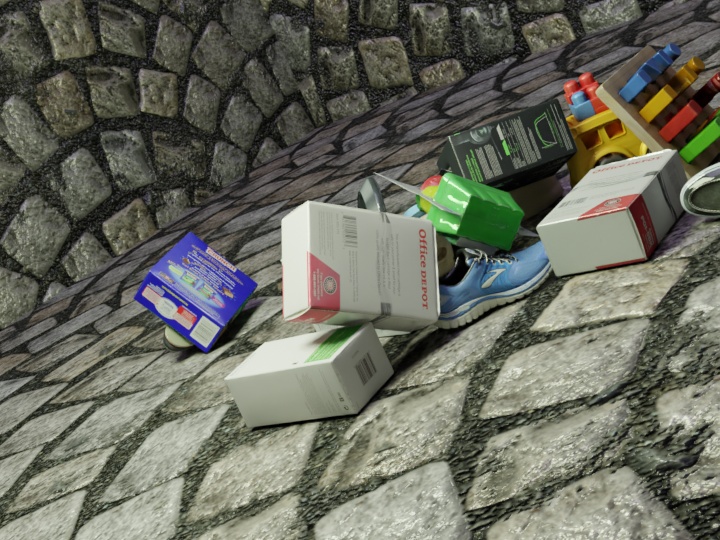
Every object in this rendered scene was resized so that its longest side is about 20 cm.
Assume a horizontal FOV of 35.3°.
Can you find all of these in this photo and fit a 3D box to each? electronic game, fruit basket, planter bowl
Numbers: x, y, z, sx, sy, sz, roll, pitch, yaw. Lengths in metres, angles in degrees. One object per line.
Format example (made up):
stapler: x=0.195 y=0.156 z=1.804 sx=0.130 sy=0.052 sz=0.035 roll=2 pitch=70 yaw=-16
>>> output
electronic game: x=0.030 y=-0.047 z=1.785 sx=0.041 sy=0.202 sz=0.200 roll=-10 pitch=13 yaw=-6
fruit basket: x=0.136 y=-0.090 z=1.659 sx=0.184 sy=0.095 sz=0.200 roll=15 pitch=5 yaw=-34
planter bowl: x=0.238 y=-0.165 z=1.980 sx=0.199 sy=0.136 sz=0.200 roll=-23 pitch=14 yaw=6

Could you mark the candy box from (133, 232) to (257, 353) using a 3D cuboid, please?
candy box: x=-0.298 y=0.037 z=2.076 sx=0.077 sy=0.169 sz=0.200 roll=-52 pitch=2 yaw=27

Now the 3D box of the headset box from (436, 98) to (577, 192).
headset box: x=0.224 y=-0.179 z=1.810 sx=0.198 sy=0.093 sz=0.174 roll=-20 pitch=-7 yaw=-4

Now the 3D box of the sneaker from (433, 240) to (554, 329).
sneaker: x=0.180 y=0.003 z=1.569 sx=0.199 sy=0.090 sz=0.078 roll=-26 pitch=14 yaw=-12

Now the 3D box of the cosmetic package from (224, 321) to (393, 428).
cosmetic package: x=-0.069 y=0.142 z=1.508 sx=0.199 sy=0.085 sz=0.108 roll=-13 pitch=20 yaw=37

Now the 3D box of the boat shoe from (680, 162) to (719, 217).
boat shoe: x=0.502 y=-0.107 z=1.447 sx=0.199 sy=0.073 sz=0.071 roll=-13 pitch=14 yaw=34

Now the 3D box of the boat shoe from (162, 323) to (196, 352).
boat shoe: x=-0.321 y=0.106 z=2.097 sx=0.063 sy=0.071 sz=0.200 roll=-43 pitch=6 yaw=24

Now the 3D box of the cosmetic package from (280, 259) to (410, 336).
cosmetic package: x=-0.012 y=0.027 z=1.687 sx=0.199 sy=0.152 sz=0.052 roll=-10 pitch=20 yaw=47

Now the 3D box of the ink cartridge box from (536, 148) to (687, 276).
ink cartridge box: x=0.359 y=-0.081 z=1.579 sx=0.146 sy=0.083 sz=0.200 roll=-12 pitch=20 yaw=41

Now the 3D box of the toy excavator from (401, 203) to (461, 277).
toy excavator: x=0.086 y=-0.046 z=1.851 sx=0.099 sy=0.195 sz=0.200 roll=-29 pitch=43 yaw=-15

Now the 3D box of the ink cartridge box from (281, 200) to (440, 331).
ink cartridge box: x=0.000 y=0.000 z=1.515 sx=0.198 sy=0.148 sz=0.083 roll=7 pitch=-18 yaw=-29

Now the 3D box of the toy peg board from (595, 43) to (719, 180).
toy peg board: x=0.494 y=-0.265 z=1.726 sx=0.200 sy=0.199 sz=0.098 roll=-39 pitch=-6 yaw=-45

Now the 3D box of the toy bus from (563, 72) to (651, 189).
toy bus: x=0.411 y=-0.231 z=1.813 sx=0.199 sy=0.193 sz=0.136 roll=-22 pitch=13 yaw=4
